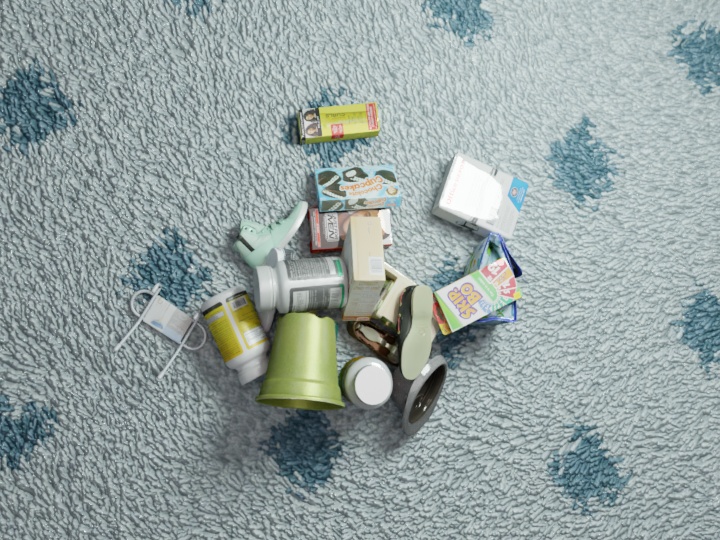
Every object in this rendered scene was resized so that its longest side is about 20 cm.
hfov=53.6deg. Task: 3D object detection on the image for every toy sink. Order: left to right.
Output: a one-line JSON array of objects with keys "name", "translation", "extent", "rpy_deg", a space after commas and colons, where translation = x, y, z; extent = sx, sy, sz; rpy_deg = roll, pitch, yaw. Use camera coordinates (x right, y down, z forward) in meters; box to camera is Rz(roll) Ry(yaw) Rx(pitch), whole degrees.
[{"name": "toy sink", "translation": [0.089, 0.084, 1.663], "extent": [0.198, 0.130, 0.114], "rpy_deg": [35, 81, -4]}]

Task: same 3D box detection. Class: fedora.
[{"name": "fedora", "translation": [0.122, 0.269, 1.648], "extent": [0.089, 0.204, 0.176], "rpy_deg": [30, 43, 27]}]

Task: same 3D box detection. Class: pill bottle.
[{"name": "pill bottle", "translation": [-0.273, 0.147, 1.612], "extent": [0.110, 0.112, 0.204], "rpy_deg": [-25, 88, -10]}, {"name": "pill bottle", "translation": [-0.131, 0.033, 1.557], "extent": [0.194, 0.113, 0.117], "rpy_deg": [-4, 84, -17]}, {"name": "pill bottle", "translation": [0.014, 0.252, 1.598], "extent": [0.107, 0.200, 0.115], "rpy_deg": [1, 84, -8]}]

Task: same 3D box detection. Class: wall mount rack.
[{"name": "wall mount rack", "translation": [-0.452, 0.136, 1.607], "extent": [0.197, 0.075, 0.177], "rpy_deg": [32, 82, -3]}]

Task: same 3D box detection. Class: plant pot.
[{"name": "plant pot", "translation": [-0.124, 0.198, 1.554], "extent": [0.194, 0.201, 0.190], "rpy_deg": [6, 73, -7]}]

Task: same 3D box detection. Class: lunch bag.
[{"name": "lunch bag", "translation": [0.303, 0.024, 1.678], "extent": [0.123, 0.170, 0.207], "rpy_deg": [-1, 83, -4]}]

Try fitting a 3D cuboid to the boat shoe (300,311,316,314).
[{"name": "boat shoe", "translation": [-0.135, 0.078, 1.660], "extent": [0.071, 0.069, 0.207], "rpy_deg": [4, 85, -9]}]

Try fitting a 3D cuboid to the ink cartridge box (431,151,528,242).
[{"name": "ink cartridge box", "translation": [0.290, -0.175, 1.741], "extent": [0.195, 0.086, 0.150], "rpy_deg": [23, 81, -4]}]

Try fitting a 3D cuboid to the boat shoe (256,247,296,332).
[{"name": "boat shoe", "translation": [-0.190, 0.047, 1.646], "extent": [0.066, 0.071, 0.206], "rpy_deg": [4, 104, -34]}]

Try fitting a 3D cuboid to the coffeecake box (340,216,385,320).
[{"name": "coffeecake box", "translation": [0.000, 0.000, 1.601], "extent": [0.071, 0.201, 0.158], "rpy_deg": [1, 62, -10]}]

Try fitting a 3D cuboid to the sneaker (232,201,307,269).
[{"name": "sneaker", "translation": [-0.214, -0.105, 1.663], "extent": [0.117, 0.074, 0.202], "rpy_deg": [38, 83, -9]}]

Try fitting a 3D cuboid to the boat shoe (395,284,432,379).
[{"name": "boat shoe", "translation": [0.115, 0.134, 1.568], "extent": [0.072, 0.063, 0.208], "rpy_deg": [9, 85, -30]}]

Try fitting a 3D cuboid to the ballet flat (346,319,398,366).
[{"name": "ballet flat", "translation": [0.055, 0.171, 1.677], "extent": [0.197, 0.072, 0.069], "rpy_deg": [34, 84, -4]}]

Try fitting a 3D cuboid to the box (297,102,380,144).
[{"name": "box", "translation": [-0.054, -0.356, 1.728], "extent": [0.194, 0.050, 0.078], "rpy_deg": [-6, 84, -9]}]

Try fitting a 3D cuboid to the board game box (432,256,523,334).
[{"name": "board game box", "translation": [0.252, 0.057, 1.578], "extent": [0.196, 0.030, 0.098], "rpy_deg": [-27, 84, 0]}]

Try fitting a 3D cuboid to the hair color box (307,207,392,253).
[{"name": "hair color box", "translation": [-0.026, -0.101, 1.700], "extent": [0.194, 0.061, 0.105], "rpy_deg": [-5, 84, -9]}]

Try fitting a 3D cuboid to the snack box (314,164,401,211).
[{"name": "snack box", "translation": [-0.008, -0.197, 1.694], "extent": [0.194, 0.038, 0.118], "rpy_deg": [-4, 48, -9]}]

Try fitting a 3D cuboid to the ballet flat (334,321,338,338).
[{"name": "ballet flat", "translation": [-0.093, 0.216, 1.663], "extent": [0.068, 0.067, 0.207], "rpy_deg": [3, 85, 16]}]
